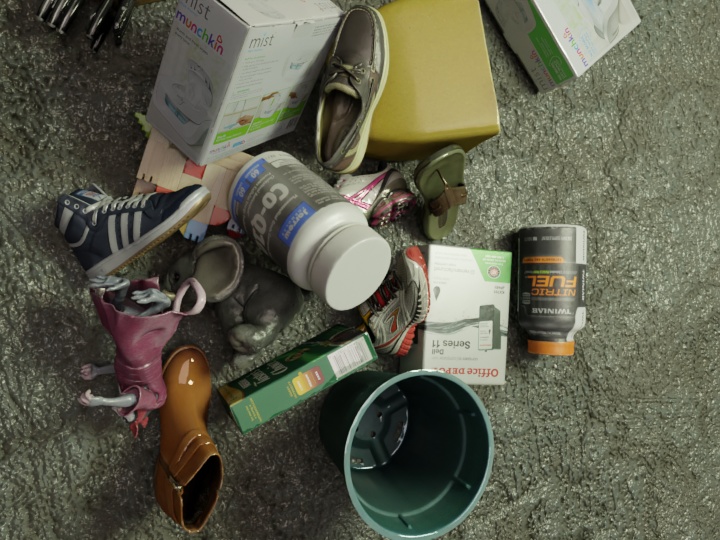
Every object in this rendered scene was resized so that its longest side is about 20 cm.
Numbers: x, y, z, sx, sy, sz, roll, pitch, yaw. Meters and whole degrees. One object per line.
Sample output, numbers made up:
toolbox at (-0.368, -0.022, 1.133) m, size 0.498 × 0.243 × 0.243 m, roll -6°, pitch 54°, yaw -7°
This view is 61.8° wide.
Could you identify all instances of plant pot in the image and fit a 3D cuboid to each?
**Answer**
plant pot at (0.054, -0.251, 0.831) m, size 0.197 × 0.195 × 0.197 m, roll -11°, pitch 93°, yaw -4°
plant pot at (0.041, 0.220, 0.802) m, size 0.198 × 0.196 × 0.203 m, roll 0°, pitch 89°, yaw -20°

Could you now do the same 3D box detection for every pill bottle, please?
pill bottle at (-0.062, -0.049, 0.712) m, size 0.113 × 0.200 × 0.115 m, roll -28°, pitch 140°, yaw -27°
pill bottle at (0.303, 0.032, 0.955) m, size 0.105 × 0.106 × 0.203 m, roll 2°, pitch 88°, yaw -20°

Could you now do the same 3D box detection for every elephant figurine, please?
elephant figurine at (-0.181, 0.018, 0.769) m, size 0.200 × 0.142 × 0.155 m, roll 45°, pitch 45°, yaw 2°

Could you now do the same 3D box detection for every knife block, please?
knife block at (-0.330, -0.384, 0.748) m, size 0.174 × 0.064 × 0.202 m, roll -19°, pitch 95°, yaw -21°

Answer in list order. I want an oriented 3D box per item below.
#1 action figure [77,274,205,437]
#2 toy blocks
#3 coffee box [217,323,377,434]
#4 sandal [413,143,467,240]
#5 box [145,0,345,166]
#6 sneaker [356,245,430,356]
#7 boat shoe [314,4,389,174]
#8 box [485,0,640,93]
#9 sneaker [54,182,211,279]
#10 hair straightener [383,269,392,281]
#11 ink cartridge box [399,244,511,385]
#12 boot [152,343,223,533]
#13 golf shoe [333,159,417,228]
action figure at (-0.262, 0.102, 0.718) m, size 0.147 × 0.134 × 0.202 m, roll -11°, pitch 116°, yaw -24°
toy blocks at (-0.212, -0.101, 0.781) m, size 0.198 × 0.100 × 0.138 m, roll 18°, pitch 94°, yaw -18°
coffee box at (-0.086, 0.137, 0.797) m, size 0.198 × 0.123 × 0.044 m, roll -27°, pitch 99°, yaw -18°
sandal at (0.124, -0.103, 0.851) m, size 0.079 × 0.202 × 0.058 m, roll -29°, pitch 59°, yaw -7°
box at (-0.130, -0.240, 0.709) m, size 0.096 × 0.177 × 0.200 m, roll 38°, pitch 37°, yaw 8°
sneaker at (0.043, 0.050, 0.824) m, size 0.081 × 0.201 × 0.078 m, roll 3°, pitch 43°, yaw -14°
boat shoe at (-0.012, -0.217, 0.724) m, size 0.072 × 0.065 × 0.203 m, roll 11°, pitch 101°, yaw 17°
box at (0.321, -0.427, 0.972) m, size 0.176 × 0.096 × 0.201 m, roll -40°, pitch 103°, yaw -19°
sneaker at (-0.278, -0.073, 0.716) m, size 0.199 × 0.070 × 0.109 m, roll -30°, pitch 101°, yaw 19°
hair straightener at (0.000, 0.000, 0.849) m, size 0.200 × 0.076 × 0.041 m, roll 34°, pitch 40°, yaw -48°
ink cartridge box at (0.142, 0.068, 0.905) m, size 0.145 × 0.083 × 0.203 m, roll 4°, pitch 88°, yaw -20°
boot at (-0.207, 0.198, 0.727) m, size 0.076 × 0.155 × 0.203 m, roll 17°, pitch 83°, yaw -28°
golf shoe at (-0.021, -0.088, 0.863) m, size 0.199 × 0.073 × 0.093 m, roll -27°, pitch 74°, yaw -21°
